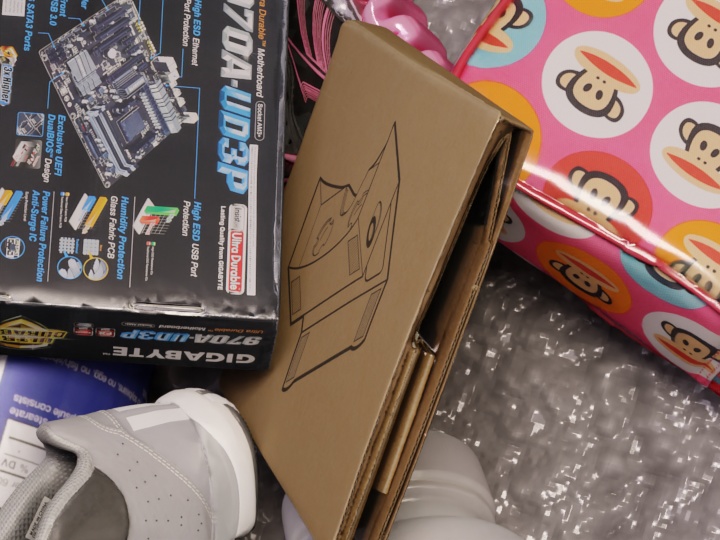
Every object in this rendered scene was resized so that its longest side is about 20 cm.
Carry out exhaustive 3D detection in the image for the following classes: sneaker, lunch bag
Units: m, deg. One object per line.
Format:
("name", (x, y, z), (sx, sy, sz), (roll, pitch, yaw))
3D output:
("sneaker", (-0.096, 0.148, 1.001), (0.075, 0.115, 0.201), (-10, 85, 54))
("sneaker", (-0.011, -0.079, 1.117), (0.095, 0.079, 0.201), (-36, 63, 12))
("lunch bag", (0.141, -0.060, 1.028), (0.199, 0.082, 0.177), (35, 73, 4))

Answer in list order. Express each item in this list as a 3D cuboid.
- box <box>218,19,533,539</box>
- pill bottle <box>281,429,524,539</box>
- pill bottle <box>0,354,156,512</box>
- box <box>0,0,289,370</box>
("box", (0.000, 0.000, 0.987), (0.021, 0.200, 0.164), (17, 100, -18))
("pill bottle", (0.029, 0.162, 0.978), (0.110, 0.111, 0.201), (-21, 51, 7))
("pill bottle", (-0.150, 0.073, 1.067), (0.115, 0.116, 0.201), (9, 72, 18))
("box", (-0.108, -0.065, 1.034), (0.158, 0.046, 0.201), (4, 63, -7))
